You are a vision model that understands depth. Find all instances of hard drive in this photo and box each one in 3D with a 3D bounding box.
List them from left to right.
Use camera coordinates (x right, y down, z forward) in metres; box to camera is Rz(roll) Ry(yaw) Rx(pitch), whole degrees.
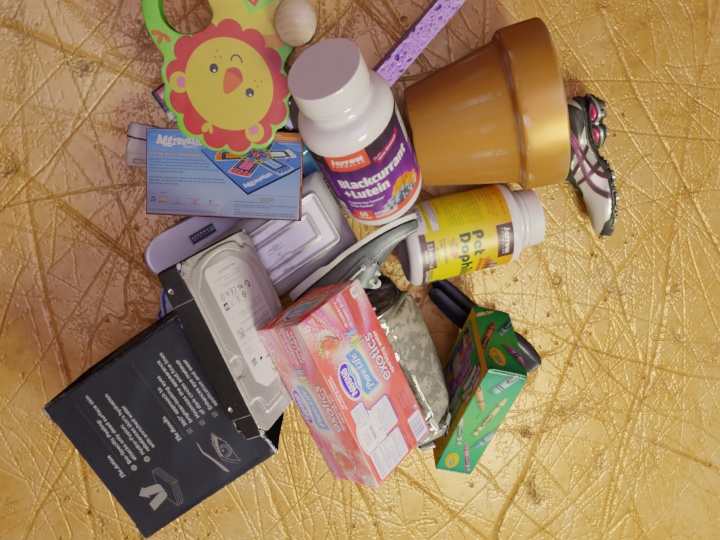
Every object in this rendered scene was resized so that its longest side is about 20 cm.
[{"bbox_3d":[-0.133,0.067,0.672,0.037,0.140,0.205,-19,100,26],"label":"hard drive"}]

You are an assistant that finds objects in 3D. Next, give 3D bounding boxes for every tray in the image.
[{"bbox_3d":[-0.108,-0.026,0.747,0.197,0.022,0.109,-34,103,-3],"label":"tray"}]

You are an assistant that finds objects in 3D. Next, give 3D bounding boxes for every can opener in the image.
[{"bbox_3d":[0.178,0.082,0.873,0.199,0.064,0.079,42,119,-3],"label":"can opener"}]

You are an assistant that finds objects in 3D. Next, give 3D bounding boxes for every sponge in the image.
[{"bbox_3d":[0.077,-0.306,0.760,0.030,0.112,0.200,42,92,-14],"label":"sponge"}]

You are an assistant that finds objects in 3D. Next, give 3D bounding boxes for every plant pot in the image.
[{"bbox_3d":[0.155,-0.195,0.762,0.178,0.200,0.206,-12,102,10],"label":"plant pot"}]

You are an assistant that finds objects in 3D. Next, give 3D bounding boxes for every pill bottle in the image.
[{"bbox_3d":[-0.005,-0.151,0.661,0.110,0.112,0.201,-36,144,-1],"label":"pill bottle"},{"bbox_3d":[0.149,-0.054,0.816,0.194,0.109,0.113,-14,102,-5],"label":"pill bottle"}]

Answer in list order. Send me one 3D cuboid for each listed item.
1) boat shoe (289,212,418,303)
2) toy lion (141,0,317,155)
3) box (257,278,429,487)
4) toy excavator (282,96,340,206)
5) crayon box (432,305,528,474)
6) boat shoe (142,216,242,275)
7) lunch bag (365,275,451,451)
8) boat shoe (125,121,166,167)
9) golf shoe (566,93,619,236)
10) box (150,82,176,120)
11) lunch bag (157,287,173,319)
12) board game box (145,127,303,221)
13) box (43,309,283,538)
[{"bbox_3d":[0.000,0.000,0.756,0.198,0.073,0.063,-35,87,13],"label":"boat shoe"},{"bbox_3d":[-0.148,-0.237,0.630,0.198,0.069,0.193,37,102,-16],"label":"toy lion"},{"bbox_3d":[-0.018,0.127,0.672,0.102,0.093,0.204,-35,104,-37],"label":"box"},{"bbox_3d":[-0.053,-0.144,0.786,0.192,0.100,0.202,-33,111,0],"label":"toy excavator"},{"bbox_3d":[0.154,0.167,0.812,0.056,0.120,0.204,12,126,-9],"label":"crayon box"},{"bbox_3d":[-0.198,-0.055,0.788,0.198,0.067,0.073,-35,109,-22],"label":"boat shoe"},{"bbox_3d":[0.038,0.126,0.802,0.136,0.168,0.204,-26,103,-2],"label":"lunch bag"},{"bbox_3d":[-0.210,-0.138,0.768,0.194,0.072,0.068,13,99,-9],"label":"boat shoe"},{"bbox_3d":[0.321,-0.147,0.854,0.086,0.077,0.206,-12,100,15],"label":"golf shoe"},{"bbox_3d":[-0.158,-0.259,0.721,0.198,0.137,0.040,-39,105,0],"label":"box"},{"bbox_3d":[-0.186,0.090,0.806,0.156,0.082,0.207,-9,101,-7],"label":"lunch bag"},{"bbox_3d":[-0.167,-0.118,0.722,0.193,0.019,0.107,3,97,5],"label":"board game box"},{"bbox_3d":[-0.228,0.170,0.720,0.197,0.118,0.199,-32,101,4],"label":"box"}]
